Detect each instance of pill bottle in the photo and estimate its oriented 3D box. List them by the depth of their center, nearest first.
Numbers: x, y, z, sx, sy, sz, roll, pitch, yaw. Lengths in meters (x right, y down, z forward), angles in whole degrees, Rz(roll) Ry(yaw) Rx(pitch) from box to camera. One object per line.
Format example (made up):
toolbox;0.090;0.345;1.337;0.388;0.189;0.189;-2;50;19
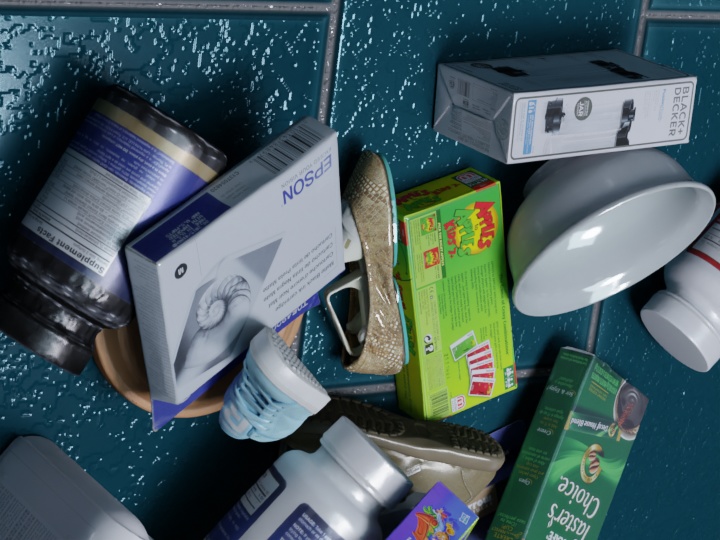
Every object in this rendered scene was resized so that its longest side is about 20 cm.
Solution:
pill bottle;-0.195;-0.028;1.538;0.112;0.112;0.201;33;88;-38
pill bottle;-0.053;0.219;1.665;0.200;0.111;0.111;-47;127;0
pill bottle;0.359;-0.005;1.927;0.200;0.112;0.112;-46;126;-11

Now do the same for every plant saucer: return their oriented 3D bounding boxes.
plant saucer;-0.127;0.025;1.656;0.199;0.032;0.202;-12;114;-30

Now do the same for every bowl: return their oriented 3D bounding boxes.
bowl;0.203;-0.051;1.793;0.199;0.091;0.202;-23;157;-10

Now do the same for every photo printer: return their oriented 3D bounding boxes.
photo printer;-0.242;0.232;1.549;0.069;0.199;0.167;37;85;-37

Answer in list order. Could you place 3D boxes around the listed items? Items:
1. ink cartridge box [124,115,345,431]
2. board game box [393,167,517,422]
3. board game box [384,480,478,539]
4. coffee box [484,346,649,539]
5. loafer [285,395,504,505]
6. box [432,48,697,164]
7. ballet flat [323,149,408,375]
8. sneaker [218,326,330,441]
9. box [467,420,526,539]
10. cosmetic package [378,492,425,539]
ink cartridge box;-0.089;0.011;1.579;0.199;0.040;0.201;-39;144;-32
board game box;0.076;0.023;1.784;0.101;0.048;0.202;-21;118;-27
board game box;0.030;0.252;1.696;0.135;0.045;0.200;-47;171;-11
coffee box;0.193;0.186;1.892;0.123;0.044;0.202;36;73;-48
loafer;0.024;0.160;1.753;0.198;0.076;0.068;13;106;-8
box;0.175;-0.143;1.747;0.198;0.116;0.061;-9;113;-32
ballet flat;0.000;0.000;1.715;0.065;0.071;0.202;-12;111;-14
sneaker;-0.073;0.104;1.614;0.082;0.074;0.200;-41;167;-5
box;0.124;0.251;1.914;0.120;0.032;0.202;-23;118;-26
cosmetic package;-0.024;0.248;1.798;0.198;0.051;0.083;-8;112;-32
